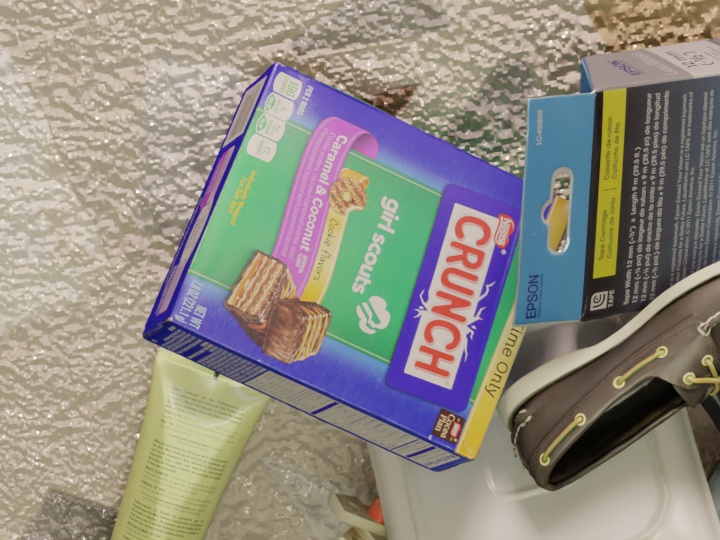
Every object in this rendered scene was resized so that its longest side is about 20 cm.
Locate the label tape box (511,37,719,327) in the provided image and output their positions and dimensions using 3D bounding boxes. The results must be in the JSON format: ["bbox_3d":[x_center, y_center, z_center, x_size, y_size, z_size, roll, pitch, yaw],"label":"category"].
[{"bbox_3d":[0.169,-0.054,1.593,0.200,0.066,0.143,-8,115,-22],"label":"label tape box"}]

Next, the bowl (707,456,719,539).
[{"bbox_3d":[0.243,0.180,1.683,0.105,0.201,0.201,30,111,7],"label":"bowl"}]

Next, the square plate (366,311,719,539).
[{"bbox_3d":[0.101,0.108,1.647,0.198,0.200,0.028,-16,157,8],"label":"square plate"}]

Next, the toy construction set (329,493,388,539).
[{"bbox_3d":[-0.016,0.215,1.739,0.131,0.092,0.200,30,121,-13],"label":"toy construction set"}]

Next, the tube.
[{"bbox_3d":[-0.120,0.148,1.729,0.058,0.052,0.200,-1,118,-47],"label":"tube"}]

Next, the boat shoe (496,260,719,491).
[{"bbox_3d":[0.177,0.057,1.587,0.201,0.061,0.072,-33,149,14],"label":"boat shoe"}]

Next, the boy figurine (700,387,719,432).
[{"bbox_3d":[0.289,0.026,1.648,0.200,0.124,0.064,-41,121,-14],"label":"boy figurine"}]

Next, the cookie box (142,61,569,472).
[{"bbox_3d":[0.000,0.000,1.607,0.200,0.075,0.171,25,76,-12],"label":"cookie box"}]
